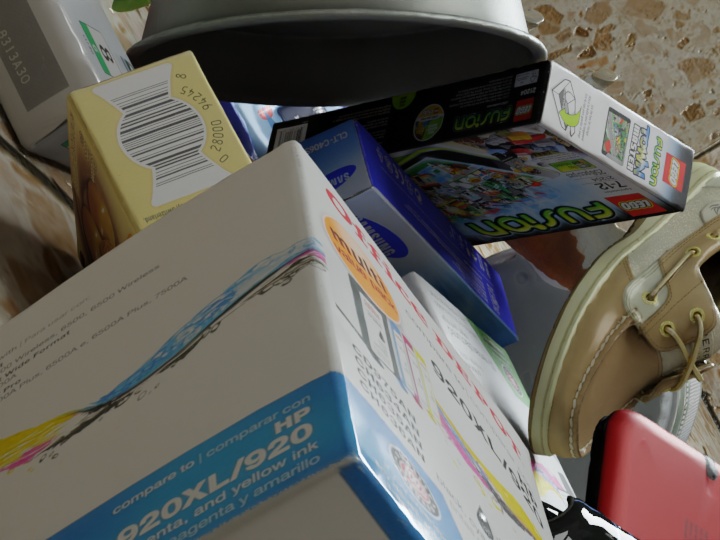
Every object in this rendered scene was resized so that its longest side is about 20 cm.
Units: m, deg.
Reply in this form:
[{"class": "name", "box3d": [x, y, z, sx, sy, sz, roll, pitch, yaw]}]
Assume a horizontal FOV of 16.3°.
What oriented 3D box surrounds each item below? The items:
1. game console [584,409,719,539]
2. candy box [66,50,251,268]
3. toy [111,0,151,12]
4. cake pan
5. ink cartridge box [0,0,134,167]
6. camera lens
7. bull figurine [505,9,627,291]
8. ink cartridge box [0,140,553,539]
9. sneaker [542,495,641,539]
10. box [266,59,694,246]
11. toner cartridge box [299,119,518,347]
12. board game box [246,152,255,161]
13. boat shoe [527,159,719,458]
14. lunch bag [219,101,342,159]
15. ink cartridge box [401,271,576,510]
[{"class": "game console", "box3d": [0.129, 0.196, 1.155, 0.172, 0.119, 0.201, 32, 49, -27]}, {"class": "candy box", "box3d": [-0.045, 0.033, 0.921, 0.116, 0.055, 0.200, 96, -30, -58]}, {"class": "toy", "box3d": [-0.158, -0.214, 1.251, 0.200, 0.047, 0.115, 59, -8, -28]}, {"class": "cake pan", "box3d": [-0.012, -0.113, 1.181, 0.200, 0.199, 0.037, 24, 63, -73]}, {"class": "ink cartridge box", "box3d": [-0.129, -0.116, 1.125, 0.161, 0.050, 0.200, 62, 12, 13]}, {"class": "camera lens", "box3d": [0.116, 0.065, 1.471, 0.160, 0.160, 0.200, 60, 10, 6]}, {"class": "bull figurine", "box3d": [0.091, -0.063, 1.350, 0.065, 0.122, 0.200, -17, 43, -40]}, {"class": "ink cartridge box", "box3d": [-0.031, 0.088, 0.711, 0.147, 0.144, 0.200, 54, 10, -24]}, {"class": "sneaker", "box3d": [0.106, 0.132, 1.033, 0.200, 0.070, 0.078, 9, 50, -45]}, {"class": "box", "box3d": [0.056, -0.053, 1.261, 0.110, 0.200, 0.035, 27, 66, -37]}, {"class": "toner cartridge box", "box3d": [0.000, 0.000, 1.271, 0.200, 0.095, 0.043, 43, 27, -56]}, {"class": "board game box", "box3d": [-0.012, -0.001, 1.072, 0.103, 0.019, 0.200, 42, -1, 7]}, {"class": "boat shoe", "box3d": [0.150, 0.021, 1.240, 0.066, 0.200, 0.074, 21, -37, 25]}, {"class": "lunch bag", "box3d": [-0.039, -0.075, 1.398, 0.151, 0.094, 0.200, 60, 22, -3]}, {"class": "ink cartridge box", "box3d": [0.055, 0.121, 1.222, 0.200, 0.084, 0.145, 65, 11, 26]}]
